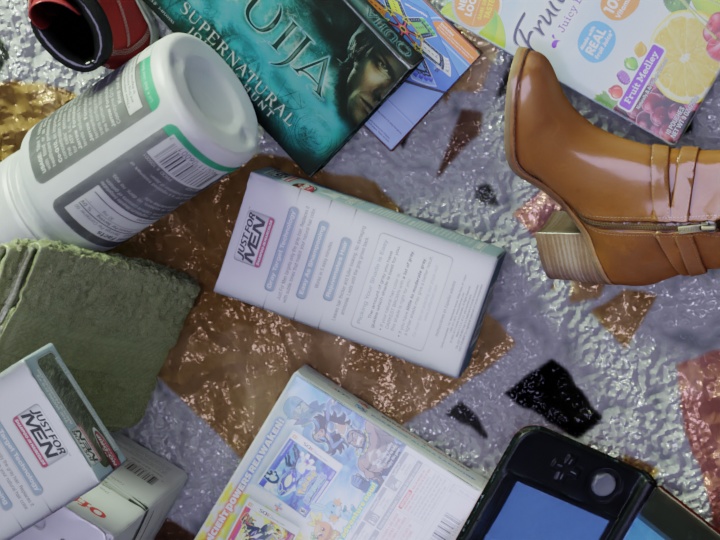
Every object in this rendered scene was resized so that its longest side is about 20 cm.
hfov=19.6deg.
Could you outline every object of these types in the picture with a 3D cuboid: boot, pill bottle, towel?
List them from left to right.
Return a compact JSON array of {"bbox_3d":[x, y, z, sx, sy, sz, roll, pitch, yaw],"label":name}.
[{"bbox_3d":[-0.236,-0.237,1.560,0.072,0.144,0.200,-35,89,15],"label":"boot"},{"bbox_3d":[-0.217,0.049,1.580,0.036,0.200,0.149,35,104,38],"label":"towel"},{"bbox_3d":[-0.185,-0.084,1.575,0.200,0.113,0.113,-30,91,25],"label":"pill bottle"},{"bbox_3d":[0.193,-0.079,1.503,0.155,0.074,0.200,-2,126,27],"label":"boot"}]

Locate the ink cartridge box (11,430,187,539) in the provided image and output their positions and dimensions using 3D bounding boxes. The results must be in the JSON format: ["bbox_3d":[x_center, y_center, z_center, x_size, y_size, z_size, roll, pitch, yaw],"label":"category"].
[{"bbox_3d":[-0.235,0.174,1.586,0.144,0.200,0.084,30,102,6],"label":"ink cartridge box"}]

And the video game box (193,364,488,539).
[{"bbox_3d":[-0.021,0.205,1.627,0.182,0.047,0.200,32,102,3],"label":"video game box"}]

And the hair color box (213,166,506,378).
[{"bbox_3d":[0.000,0.000,1.588,0.200,0.061,0.099,20,101,7],"label":"hair color box"}]

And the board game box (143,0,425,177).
[{"bbox_3d":[-0.063,-0.185,1.566,0.200,0.028,0.135,46,126,2],"label":"board game box"}]

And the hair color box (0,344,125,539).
[{"bbox_3d":[-0.276,0.147,1.449,0.200,0.061,0.099,-32,92,16],"label":"hair color box"}]

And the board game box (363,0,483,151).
[{"bbox_3d":[-0.013,-0.196,1.584,0.200,0.019,0.103,44,105,3],"label":"board game box"}]

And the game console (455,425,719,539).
[{"bbox_3d":[0.159,0.245,1.553,0.172,0.119,0.200,24,102,-18],"label":"game console"}]

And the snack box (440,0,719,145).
[{"bbox_3d":[0.181,-0.201,1.528,0.200,0.053,0.142,31,102,5],"label":"snack box"}]
